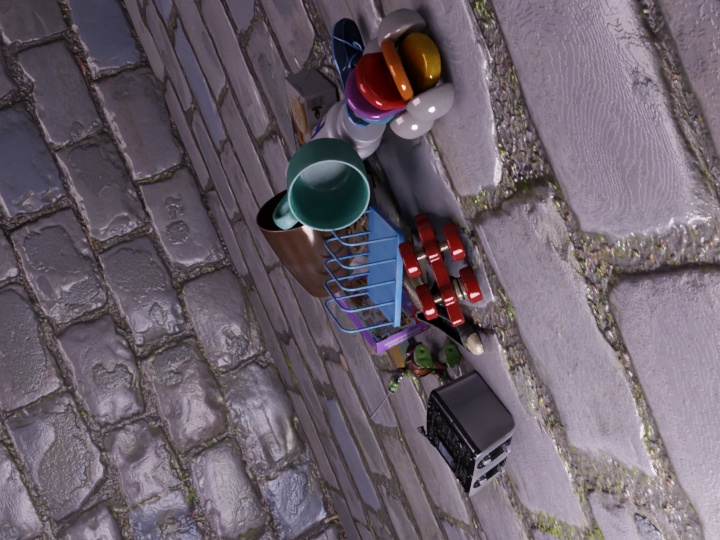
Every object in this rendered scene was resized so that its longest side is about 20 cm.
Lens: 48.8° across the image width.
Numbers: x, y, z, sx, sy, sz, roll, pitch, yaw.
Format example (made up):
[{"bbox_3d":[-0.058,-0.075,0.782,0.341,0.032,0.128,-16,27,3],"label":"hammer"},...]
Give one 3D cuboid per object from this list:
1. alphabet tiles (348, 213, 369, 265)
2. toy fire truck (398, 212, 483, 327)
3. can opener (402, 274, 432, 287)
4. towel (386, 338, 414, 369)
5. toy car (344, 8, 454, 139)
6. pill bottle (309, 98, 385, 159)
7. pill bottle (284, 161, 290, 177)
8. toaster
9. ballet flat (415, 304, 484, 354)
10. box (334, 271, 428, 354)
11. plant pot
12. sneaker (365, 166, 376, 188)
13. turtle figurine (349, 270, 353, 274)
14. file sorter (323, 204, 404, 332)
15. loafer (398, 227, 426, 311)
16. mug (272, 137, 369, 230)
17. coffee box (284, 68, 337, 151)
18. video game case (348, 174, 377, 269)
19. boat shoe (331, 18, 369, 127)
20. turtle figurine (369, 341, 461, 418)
[{"bbox_3d":[-0.045,-0.103,1.693,0.168,0.006,0.200,59,147,15],"label":"alphabet tiles"},{"bbox_3d":[0.147,-0.004,1.471,0.168,0.111,0.203,-70,-42,-79],"label":"toy fire truck"},{"bbox_3d":[0.084,-0.010,1.685,0.201,0.053,0.067,54,157,37],"label":"can opener"},{"bbox_3d":[0.085,0.166,1.944,0.148,0.021,0.200,64,163,11],"label":"towel"},{"bbox_3d":[0.048,-0.303,1.286,0.177,0.148,0.200,65,161,2],"label":"toy car"},{"bbox_3d":[-0.022,-0.271,1.567,0.121,0.118,0.200,67,161,-2],"label":"pill bottle"},{"bbox_3d":[-0.102,-0.184,1.906,0.201,0.107,0.110,55,159,31],"label":"pill bottle"},{"bbox_3d":[0.216,0.325,1.616,0.201,0.117,0.182,52,156,35],"label":"toaster"},{"bbox_3d":[0.179,0.120,1.569,0.200,0.056,0.067,36,146,57],"label":"ballet flat"},{"bbox_3d":[0.045,0.083,1.774,0.200,0.135,0.039,51,156,39],"label":"box"},{"bbox_3d":[-0.097,-0.051,1.652,0.187,0.185,0.202,38,152,54],"label":"plant pot"},{"bbox_3d":[-0.034,-0.240,1.715,0.081,0.073,0.203,174,76,-75],"label":"sneaker"},{"bbox_3d":[-0.017,-0.056,1.820,0.148,0.100,0.203,26,126,26],"label":"turtle figurine"},{"bbox_3d":[0.000,0.000,1.548,0.139,0.121,0.203,-131,35,-54],"label":"file sorter"},{"bbox_3d":[0.104,-0.012,1.568,0.076,0.067,0.202,63,-177,-60],"label":"loafer"},{"bbox_3d":[-0.078,-0.166,1.477,0.115,0.182,0.154,-100,6,-52],"label":"mug"},{"bbox_3d":[-0.101,-0.328,1.772,0.115,0.079,0.202,52,157,45],"label":"coffee box"},{"bbox_3d":[-0.019,-0.104,1.681,0.180,0.025,0.203,11,118,54],"label":"video game case"},{"bbox_3d":[0.005,-0.365,1.442,0.068,0.083,0.203,-19,86,49],"label":"boat shoe"},{"bbox_3d":[0.139,0.241,1.703,0.142,0.202,0.194,29,151,1],"label":"turtle figurine"}]
